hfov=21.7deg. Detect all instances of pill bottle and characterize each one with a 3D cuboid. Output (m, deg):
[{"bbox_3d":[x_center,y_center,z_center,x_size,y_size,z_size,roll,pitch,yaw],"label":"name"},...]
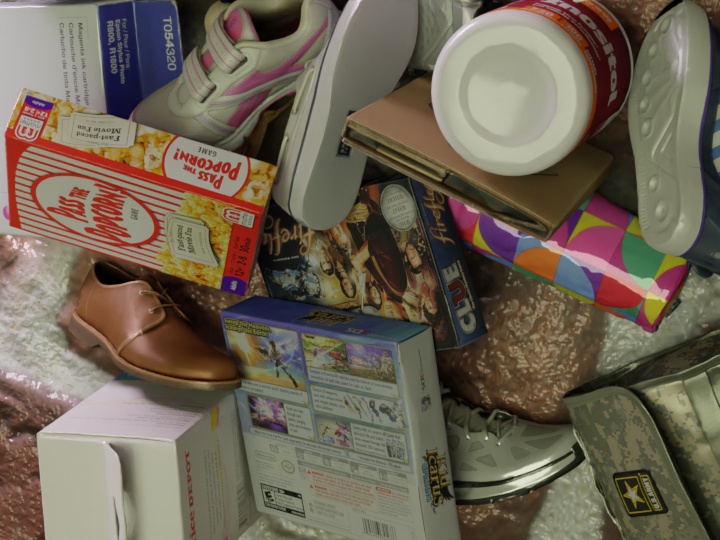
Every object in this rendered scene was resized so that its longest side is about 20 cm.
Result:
[{"bbox_3d":[0.130,-0.139,1.339,0.112,0.200,0.114,5,106,19],"label":"pill bottle"}]

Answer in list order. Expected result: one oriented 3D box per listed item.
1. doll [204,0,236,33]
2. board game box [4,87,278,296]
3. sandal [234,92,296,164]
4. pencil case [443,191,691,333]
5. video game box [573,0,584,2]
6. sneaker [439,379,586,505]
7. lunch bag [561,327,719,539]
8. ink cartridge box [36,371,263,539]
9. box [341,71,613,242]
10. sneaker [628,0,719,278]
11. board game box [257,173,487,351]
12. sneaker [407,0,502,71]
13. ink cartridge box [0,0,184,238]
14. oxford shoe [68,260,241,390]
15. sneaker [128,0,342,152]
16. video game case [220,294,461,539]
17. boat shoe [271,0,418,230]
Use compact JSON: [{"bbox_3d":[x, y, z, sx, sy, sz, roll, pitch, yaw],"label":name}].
[{"bbox_3d":[-0.086,-0.268,1.463,0.136,0.048,0.201,31,117,33],"label":"doll"},{"bbox_3d":[-0.170,-0.057,1.444,0.199,0.046,0.152,17,154,0],"label":"board game box"},{"bbox_3d":[-0.107,-0.118,1.513,0.199,0.054,0.081,-6,102,22],"label":"sandal"},{"bbox_3d":[0.160,-0.026,1.427,0.199,0.088,0.089,26,112,10],"label":"pencil case"},{"bbox_3d":[0.162,-0.296,1.296,0.047,0.182,0.201,-11,100,26],"label":"video game box"},{"bbox_3d":[0.079,0.123,1.497,0.200,0.076,0.116,-14,101,25],"label":"sneaker"},{"bbox_3d":[0.264,0.136,1.407,0.199,0.118,0.165,-24,93,22],"label":"lunch bag"},{"bbox_3d":[-0.172,0.169,1.534,0.125,0.200,0.129,2,105,20],"label":"ink cartridge box"},{"bbox_3d":[0.091,-0.088,1.367,0.163,0.200,0.021,27,112,11],"label":"box"},{"bbox_3d":[0.278,-0.089,1.377,0.081,0.146,0.201,-32,51,58],"label":"sneaker"},{"bbox_3d":[0.000,0.000,1.473,0.200,0.035,0.136,-10,102,48],"label":"board game box"},{"bbox_3d":[0.046,-0.245,1.414,0.115,0.075,0.201,5,101,29],"label":"sneaker"},{"bbox_3d":[-0.229,-0.122,1.542,0.199,0.043,0.197,4,105,34],"label":"ink cartridge box"},{"bbox_3d":[-0.169,0.046,1.543,0.200,0.071,0.072,26,109,39],"label":"oxford shoe"},{"bbox_3d":[-0.097,-0.159,1.441,0.200,0.088,0.081,-33,51,-3],"label":"sneaker"},{"bbox_3d":[-0.016,0.121,1.488,0.199,0.045,0.182,9,116,43],"label":"video game case"},{"bbox_3d":[-0.017,-0.132,1.410,0.066,0.072,0.201,30,110,45],"label":"boat shoe"}]
